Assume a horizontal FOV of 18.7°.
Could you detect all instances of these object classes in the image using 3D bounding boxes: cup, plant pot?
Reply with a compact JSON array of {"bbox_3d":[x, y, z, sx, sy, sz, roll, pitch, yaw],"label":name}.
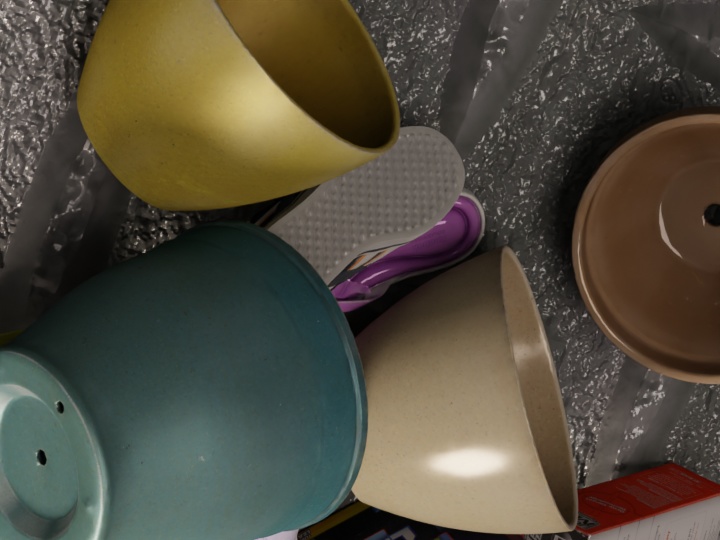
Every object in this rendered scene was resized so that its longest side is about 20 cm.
[{"bbox_3d":[0.058,0.096,1.524,0.142,0.201,0.201,-13,119,11],"label":"cup"},{"bbox_3d":[-0.131,0.089,1.320,0.187,0.199,0.201,-19,120,-44],"label":"plant pot"},{"bbox_3d":[0.255,-0.027,1.585,0.200,0.093,0.202,3,109,10],"label":"plant pot"},{"bbox_3d":[-0.092,-0.118,1.365,0.142,0.201,0.200,-35,125,23],"label":"plant pot"}]

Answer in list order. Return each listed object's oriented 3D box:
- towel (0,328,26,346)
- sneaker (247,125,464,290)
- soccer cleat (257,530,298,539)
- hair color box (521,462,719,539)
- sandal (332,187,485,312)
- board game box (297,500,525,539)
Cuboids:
[{"bbox_3d":[-0.225,0.081,1.379,0.200,0.018,0.086,-11,80,-59],"label":"towel"},{"bbox_3d":[-0.019,-0.031,1.459,0.200,0.079,0.079,-33,93,-35],"label":"sneaker"},{"bbox_3d":[-0.072,0.174,1.485,0.073,0.068,0.201,6,116,-42],"label":"soccer cleat"},{"bbox_3d":[0.194,0.214,1.652,0.200,0.061,0.102,-7,115,-51],"label":"hair color box"},{"bbox_3d":[-0.002,-0.006,1.516,0.202,0.050,0.083,-26,117,-12],"label":"sandal"},{"bbox_3d":[0.017,0.232,1.557,0.199,0.165,0.057,-27,120,-14],"label":"board game box"}]
